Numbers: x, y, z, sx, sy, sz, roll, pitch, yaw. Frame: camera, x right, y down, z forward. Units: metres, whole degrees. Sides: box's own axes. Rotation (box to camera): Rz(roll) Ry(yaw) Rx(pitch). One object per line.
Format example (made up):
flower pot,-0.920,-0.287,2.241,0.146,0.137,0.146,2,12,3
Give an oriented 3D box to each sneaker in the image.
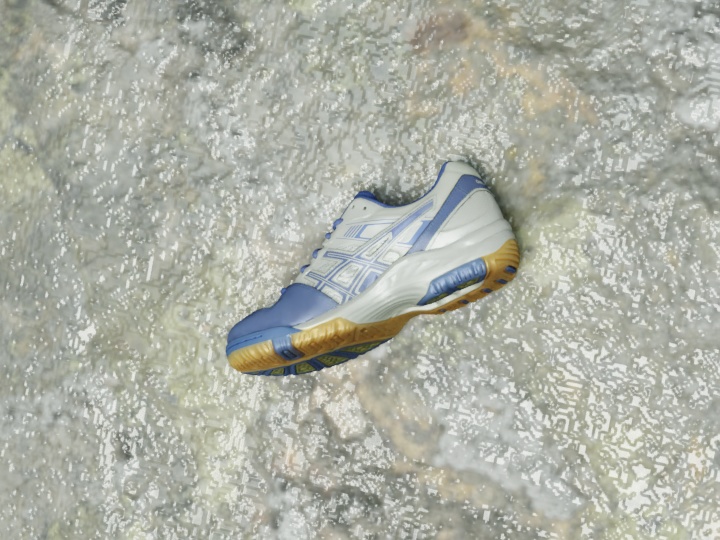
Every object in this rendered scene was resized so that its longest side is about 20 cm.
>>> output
sneaker,0.000,0.000,1.214,0.199,0.075,0.089,-23,74,6
